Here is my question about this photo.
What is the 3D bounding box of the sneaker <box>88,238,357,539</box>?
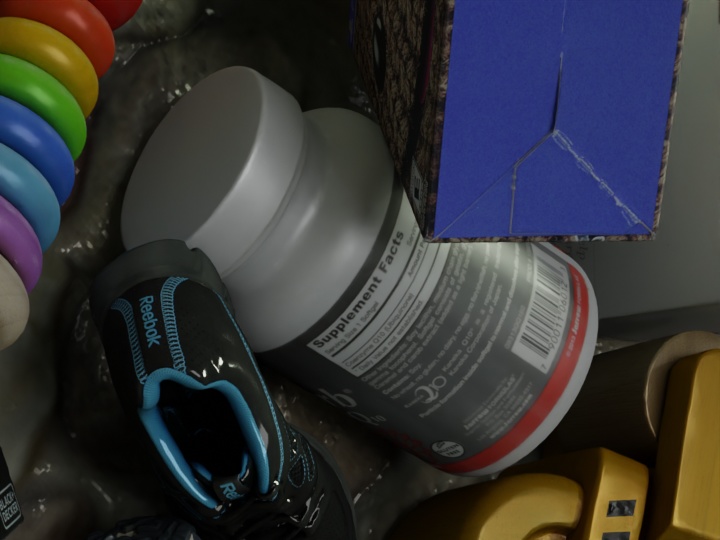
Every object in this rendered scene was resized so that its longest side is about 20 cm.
[{"bbox_3d":[-0.055,0.084,1.000,0.201,0.073,0.082,60,8,-36],"label":"sneaker"}]

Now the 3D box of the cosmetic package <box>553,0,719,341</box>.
[{"bbox_3d":[0.214,-0.050,1.218,0.199,0.164,0.166,8,77,-39],"label":"cosmetic package"}]

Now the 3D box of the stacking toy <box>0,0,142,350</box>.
[{"bbox_3d":[-0.139,-0.069,0.989,0.085,0.085,0.201,40,56,-28],"label":"stacking toy"}]

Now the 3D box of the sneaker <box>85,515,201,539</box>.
[{"bbox_3d":[-0.110,0.196,0.982,0.086,0.077,0.201,42,65,-40],"label":"sneaker"}]

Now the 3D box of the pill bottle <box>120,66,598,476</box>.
[{"bbox_3d":[0.000,0.000,1.066,0.199,0.115,0.117,33,63,-31],"label":"pill bottle"}]

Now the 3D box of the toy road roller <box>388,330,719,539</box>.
[{"bbox_3d":[0.096,0.115,1.126,0.145,0.123,0.201,22,69,-24],"label":"toy road roller"}]

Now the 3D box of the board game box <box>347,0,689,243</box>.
[{"bbox_3d":[0.061,-0.127,0.998,0.096,0.200,0.161,-1,118,-10],"label":"board game box"}]

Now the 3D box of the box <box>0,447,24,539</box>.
[{"bbox_3d":[-0.211,0.020,0.885,0.060,0.116,0.202,-46,120,-81],"label":"box"}]
